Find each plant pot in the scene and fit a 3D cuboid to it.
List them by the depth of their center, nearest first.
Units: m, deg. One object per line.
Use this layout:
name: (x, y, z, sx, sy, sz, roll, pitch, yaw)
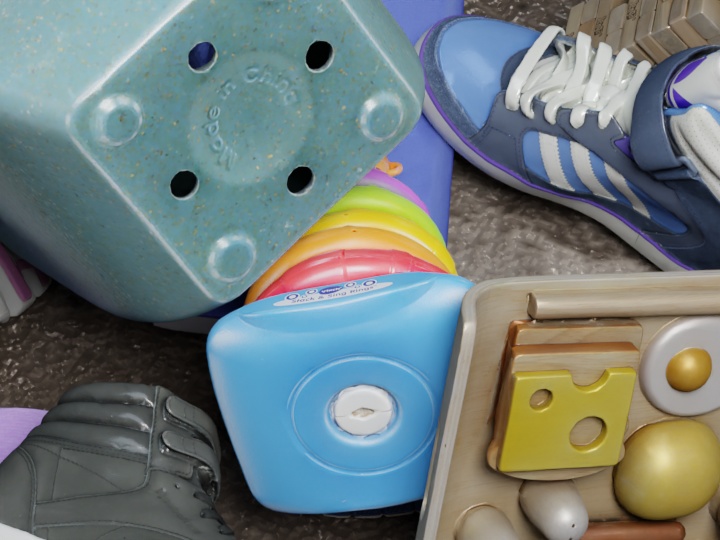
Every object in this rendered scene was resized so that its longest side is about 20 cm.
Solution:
plant pot: (-0.088, -0.093, 1.021, 0.196, 0.196, 0.200, -43, 37, -6)

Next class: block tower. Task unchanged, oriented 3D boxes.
block tower: (0.188, -0.131, 1.179, 0.200, 0.054, 0.058, -23, 39, 39)

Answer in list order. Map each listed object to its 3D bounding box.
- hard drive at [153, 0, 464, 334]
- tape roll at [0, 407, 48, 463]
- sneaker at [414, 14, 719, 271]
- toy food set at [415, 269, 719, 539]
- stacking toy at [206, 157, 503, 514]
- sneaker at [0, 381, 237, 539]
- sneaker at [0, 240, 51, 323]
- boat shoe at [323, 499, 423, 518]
hard drive: (-0.021, -0.062, 1.175, 0.131, 0.025, 0.201, 7, 67, -6)
tape roll: (-0.156, 0.156, 1.033, 0.199, 0.066, 0.201, -3, 51, 3)
sneaker: (0.124, -0.081, 1.119, 0.200, 0.147, 0.081, 34, 62, 4)
toy food set: (0.119, 0.077, 0.995, 0.199, 0.144, 0.060, -2, 28, -20)
stacking toy: (0.000, 0.000, 1.067, 0.116, 0.110, 0.200, -10, 34, 6)
sneaker: (-0.063, 0.102, 0.982, 0.199, 0.071, 0.099, 18, 59, 22)
sneaker: (-0.211, 0.009, 1.153, 0.088, 0.081, 0.200, 5, 47, 30)
boat shoe: (0.063, 0.063, 1.087, 0.199, 0.072, 0.073, 2, 50, 6)
